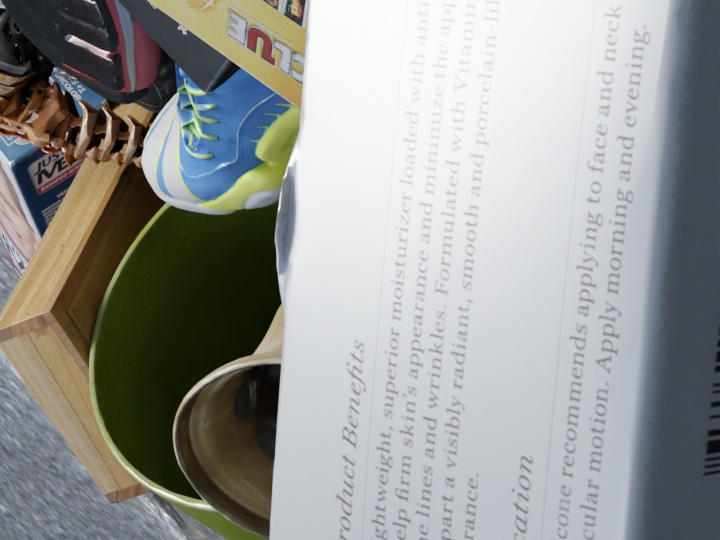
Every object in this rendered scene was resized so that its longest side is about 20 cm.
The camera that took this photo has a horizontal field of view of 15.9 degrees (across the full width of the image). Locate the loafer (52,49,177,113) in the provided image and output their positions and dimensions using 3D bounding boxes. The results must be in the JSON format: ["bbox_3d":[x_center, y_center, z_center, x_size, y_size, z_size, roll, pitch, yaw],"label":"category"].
[{"bbox_3d":[-0.158,-0.119,1.216,0.200,0.072,0.073,30,151,34],"label":"loafer"}]

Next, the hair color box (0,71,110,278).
[{"bbox_3d":[-0.154,-0.037,1.322,0.100,0.060,0.200,47,163,34],"label":"hair color box"}]

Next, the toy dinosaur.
[{"bbox_3d":[-0.157,-0.107,1.126,0.200,0.136,0.102,34,179,-14],"label":"toy dinosaur"}]

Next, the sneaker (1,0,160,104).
[{"bbox_3d":[-0.094,-0.149,0.964,0.074,0.087,0.200,32,148,36],"label":"sneaker"}]

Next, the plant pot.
[{"bbox_3d":[0.013,0.067,1.113,0.187,0.187,0.200,27,164,40],"label":"plant pot"}]

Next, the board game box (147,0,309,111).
[{"bbox_3d":[-0.070,-0.149,0.733,0.200,0.035,0.136,36,144,16],"label":"board game box"}]

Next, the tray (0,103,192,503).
[{"bbox_3d":[-0.098,0.004,1.172,0.037,0.200,0.099,-20,117,24],"label":"tray"}]

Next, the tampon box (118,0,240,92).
[{"bbox_3d":[-0.053,-0.191,0.819,0.200,0.126,0.150,47,148,2],"label":"tampon box"}]

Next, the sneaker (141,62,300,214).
[{"bbox_3d":[-0.045,-0.085,0.993,0.105,0.076,0.200,21,148,-35],"label":"sneaker"}]

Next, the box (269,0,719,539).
[{"bbox_3d":[0.092,-0.007,0.686,0.131,0.200,0.200,14,104,44],"label":"box"}]

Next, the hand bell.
[{"bbox_3d":[0.000,0.000,0.994,0.104,0.200,0.104,7,135,7],"label":"hand bell"}]
